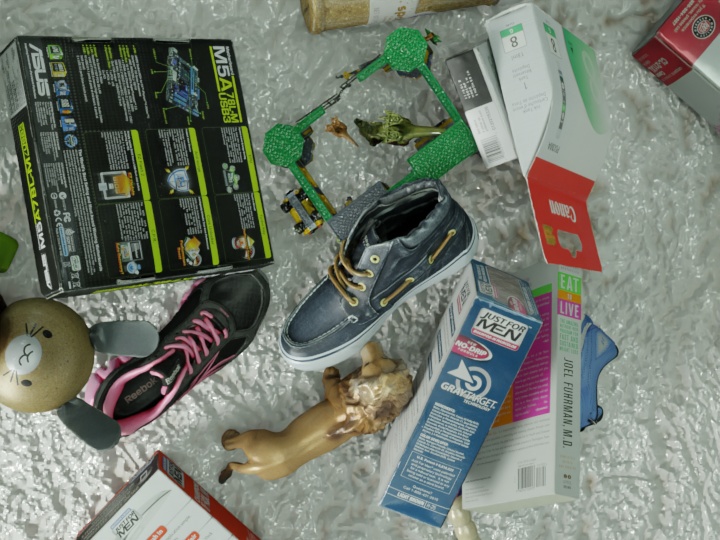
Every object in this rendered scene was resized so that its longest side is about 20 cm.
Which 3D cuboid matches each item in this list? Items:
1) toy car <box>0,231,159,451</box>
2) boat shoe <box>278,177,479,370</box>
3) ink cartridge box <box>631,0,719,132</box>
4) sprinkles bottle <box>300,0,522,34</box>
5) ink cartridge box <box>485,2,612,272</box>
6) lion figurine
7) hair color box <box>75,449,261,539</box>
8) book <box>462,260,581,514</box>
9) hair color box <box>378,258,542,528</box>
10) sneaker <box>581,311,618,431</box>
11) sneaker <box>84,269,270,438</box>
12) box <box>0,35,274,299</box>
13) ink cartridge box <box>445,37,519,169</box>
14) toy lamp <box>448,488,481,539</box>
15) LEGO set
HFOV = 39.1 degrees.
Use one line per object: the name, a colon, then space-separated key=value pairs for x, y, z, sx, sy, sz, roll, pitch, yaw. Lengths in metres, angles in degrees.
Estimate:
toy car: x=-0.271 y=0.063 z=0.809 sx=0.199 sy=0.158 sz=0.165 roll=22 pitch=82 yaw=-3
boat shoe: x=0.000 y=0.000 z=0.837 sx=0.200 sy=0.071 sz=0.091 roll=-37 pitch=147 yaw=5
ink cartridge box: x=0.379 y=-0.196 z=0.937 sx=0.200 sy=0.083 sz=0.146 roll=41 pitch=87 yaw=0
sprinkles bottle: x=0.046 y=-0.257 z=0.894 sx=0.199 sy=0.068 sz=0.069 roll=-11 pitch=98 yaw=-9
ink cartridge box: x=0.174 y=-0.104 z=0.842 sx=0.050 sy=0.161 sz=0.201 roll=-19 pitch=78 yaw=27
lion figurine: x=-0.043 y=0.139 z=0.890 sx=0.200 sy=0.122 sz=0.073 roll=-39 pitch=101 yaw=-4
hair color box: x=-0.147 y=0.273 z=0.916 sx=0.111 sy=0.064 sz=0.200 roll=-45 pitch=103 yaw=-2
book: x=0.139 y=0.101 z=0.877 sx=0.048 sy=0.134 sz=0.201 roll=15 pitch=67 yaw=-22
hair color box: x=0.080 y=0.102 z=0.850 sx=0.060 sy=0.100 sz=0.201 roll=21 pitch=108 yaw=-5
sneaker: x=0.182 y=0.139 z=0.958 sx=0.089 sy=0.079 sz=0.201 roll=30 pitch=90 yaw=-10
sneaker: x=-0.153 y=0.074 z=0.877 sx=0.200 sy=0.095 sz=0.079 roll=-44 pitch=100 yaw=-5
box: x=-0.176 y=-0.088 z=0.822 sx=0.192 sy=0.047 sz=0.201 roll=-9 pitch=86 yaw=-40
ink cartridge box: x=0.133 y=-0.159 z=0.880 sx=0.037 sy=0.200 sz=0.095 roll=-17 pitch=102 yaw=30
toy lamp: x=0.101 y=0.253 z=0.965 sx=0.058 sy=0.058 sz=0.201 roll=-23 pitch=99 yaw=-8
LEGO set: x=0.021 y=-0.109 z=0.899 sx=0.200 sy=0.116 sz=0.154 roll=-44 pitch=83 yaw=9
